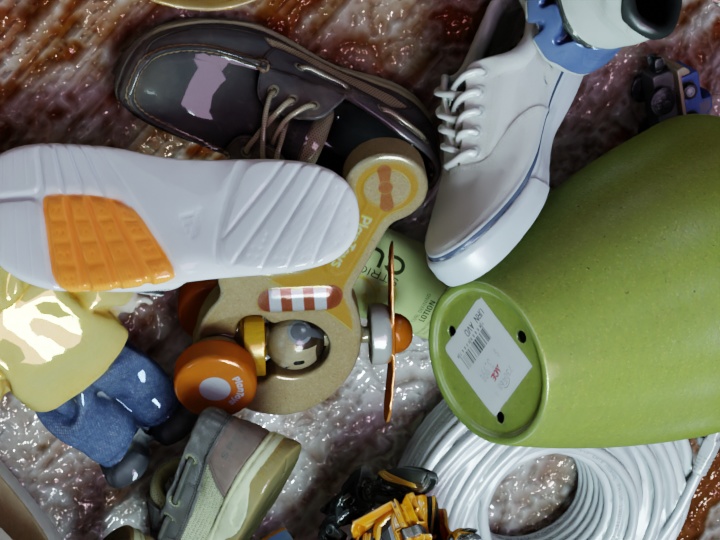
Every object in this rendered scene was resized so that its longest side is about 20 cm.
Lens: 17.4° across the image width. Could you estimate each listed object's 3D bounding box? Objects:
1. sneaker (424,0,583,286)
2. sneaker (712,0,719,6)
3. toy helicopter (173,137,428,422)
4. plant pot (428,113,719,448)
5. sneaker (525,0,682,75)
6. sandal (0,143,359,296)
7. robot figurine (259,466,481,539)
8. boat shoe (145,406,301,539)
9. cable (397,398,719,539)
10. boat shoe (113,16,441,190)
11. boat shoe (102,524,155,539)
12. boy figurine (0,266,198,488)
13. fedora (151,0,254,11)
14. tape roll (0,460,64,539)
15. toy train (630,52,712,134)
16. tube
[{"bbox_3d":[0.067,-0.078,1.308,0.073,0.201,0.071,-24,122,38],"label":"sneaker"},{"bbox_3d":[0.220,-0.253,1.345,0.084,0.077,0.202,12,102,-15],"label":"sneaker"},{"bbox_3d":[-0.014,0.009,1.309,0.131,0.079,0.201,21,126,-18],"label":"toy helicopter"},{"bbox_3d":[0.139,0.025,1.328,0.199,0.187,0.189,-19,122,-38],"label":"plant pot"},{"bbox_3d":[0.138,-0.209,1.268,0.080,0.115,0.201,-20,101,-34],"label":"sneaker"},{"bbox_3d":[-0.103,-0.021,1.261,0.205,0.059,0.080,3,79,2],"label":"sandal"},{"bbox_3d":[-0.013,0.204,1.393,0.199,0.146,0.058,-34,158,24],"label":"robot figurine"},{"bbox_3d":[-0.090,0.133,1.357,0.066,0.201,0.072,40,57,4],"label":"boat shoe"},{"bbox_3d":[0.112,0.144,1.479,0.198,0.069,0.201,10,110,-25],"label":"cable"},{"bbox_3d":[-0.038,-0.088,1.304,0.199,0.073,0.075,10,109,-26],"label":"boat shoe"},{"bbox_3d":[-0.143,0.227,1.386,0.066,0.074,0.201,14,132,-14],"label":"boat shoe"},{"bbox_3d":[-0.180,0.039,1.311,0.124,0.064,0.200,-43,121,1],"label":"boy figurine"},{"bbox_3d":[-0.072,-0.223,1.220,0.199,0.082,0.202,-9,117,-18],"label":"fedora"},{"bbox_3d":[-0.248,0.165,1.261,0.139,0.203,0.203,-41,122,-1],"label":"tape roll"},{"bbox_3d":[0.204,-0.046,1.448,0.046,0.034,0.201,-23,121,-15],"label":"toy train"},{"bbox_3d":[0.000,0.000,1.378,0.199,0.052,0.058,21,74,-23],"label":"tube"}]
